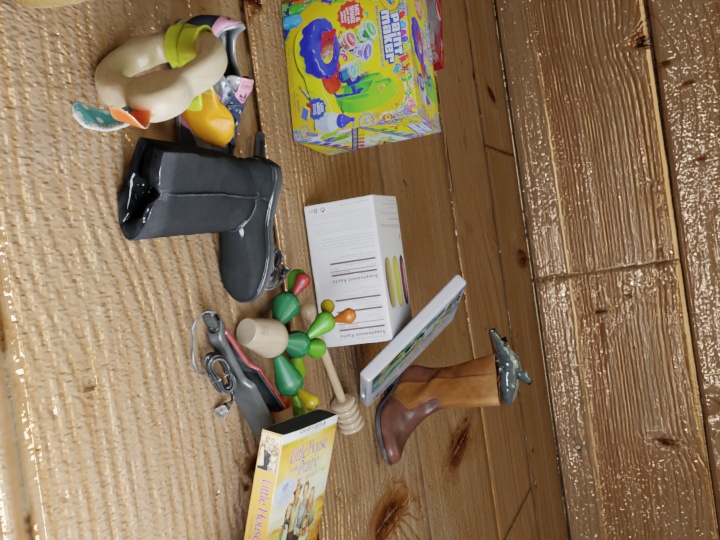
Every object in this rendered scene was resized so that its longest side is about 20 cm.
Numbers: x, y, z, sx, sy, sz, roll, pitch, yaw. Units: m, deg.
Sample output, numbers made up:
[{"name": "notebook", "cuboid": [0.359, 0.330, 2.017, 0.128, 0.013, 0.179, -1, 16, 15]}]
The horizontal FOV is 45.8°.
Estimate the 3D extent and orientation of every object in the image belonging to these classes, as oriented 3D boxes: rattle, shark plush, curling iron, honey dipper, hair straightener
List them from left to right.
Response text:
[{"name": "rattle", "cuboid": [-0.184, -0.133, 0.785, 0.202, 0.128, 0.145, -95, -168, -50]}, {"name": "hair straightener", "cuboid": [-0.134, 0.120, 0.922, 0.078, 0.040, 0.202, -77, 156, -44]}, {"name": "curling iron", "cuboid": [-0.120, -0.073, 1.052, 0.049, 0.025, 0.204, 1, 75, -32]}, {"name": "honey dipper", "cuboid": [-0.044, 0.136, 1.180, 0.038, 0.037, 0.203, -60, 135, -58]}, {"name": "shark plush", "cuboid": [0.388, 0.250, 2.251, 0.083, 0.090, 0.203, -30, 119, -36]}]

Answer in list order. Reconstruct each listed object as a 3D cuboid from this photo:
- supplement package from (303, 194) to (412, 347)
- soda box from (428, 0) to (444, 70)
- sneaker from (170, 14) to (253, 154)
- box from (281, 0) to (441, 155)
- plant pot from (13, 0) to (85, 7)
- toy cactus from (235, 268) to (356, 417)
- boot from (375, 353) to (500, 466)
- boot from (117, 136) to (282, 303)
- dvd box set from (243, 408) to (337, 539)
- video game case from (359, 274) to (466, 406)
[{"name": "supplement package", "cuboid": [0.000, 0.000, 1.234, 0.113, 0.108, 0.204, -11, 92, -69]}, {"name": "soda box", "cuboid": [0.144, -0.543, 1.890, 0.070, 0.062, 0.204, 39, 47, -60]}, {"name": "sneaker", "cuboid": [-0.153, -0.175, 0.925, 0.070, 0.081, 0.204, -31, 115, -67]}, {"name": "box", "cuboid": [0.002, -0.292, 1.234, 0.122, 0.189, 0.204, 9, 73, -68]}, {"name": "plant pot", "cuboid": [-0.245, -0.311, 0.634, 0.188, 0.183, 0.202, -72, 160, -49]}, {"name": "toy cactus", "cuboid": [-0.082, 0.090, 1.028, 0.164, 0.101, 0.204, 23, 69, -57]}, {"name": "boot", "cuboid": [0.131, 0.225, 1.372, 0.190, 0.197, 0.069, -71, 147, -50]}, {"name": "boot", "cuboid": [-0.162, -0.043, 0.871, 0.199, 0.065, 0.168, -7, 105, -65]}, {"name": "dvd box set", "cuboid": [-0.080, 0.264, 0.946, 0.146, 0.029, 0.204, 2, 99, -69]}, {"name": "video game case", "cuboid": [0.073, 0.107, 1.251, 0.022, 0.200, 0.183, 43, -14, 13]}]
